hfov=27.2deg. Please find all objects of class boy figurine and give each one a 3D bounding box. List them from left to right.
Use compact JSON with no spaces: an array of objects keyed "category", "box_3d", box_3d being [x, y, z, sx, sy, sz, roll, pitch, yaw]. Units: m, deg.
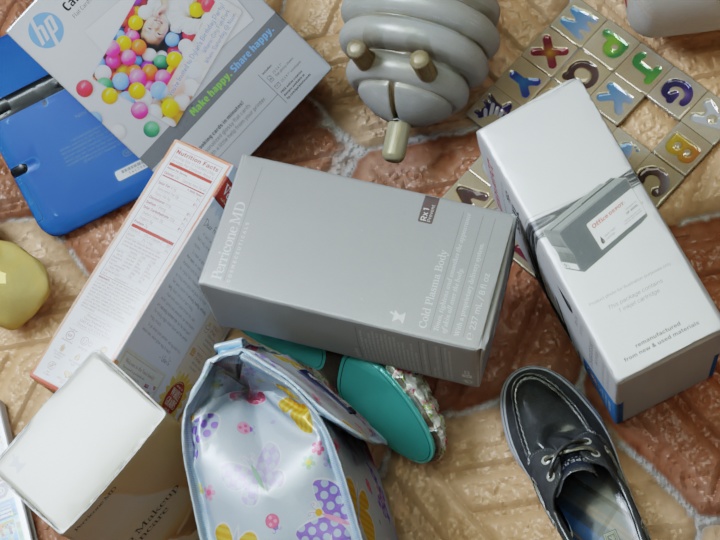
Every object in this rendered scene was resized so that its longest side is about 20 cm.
[{"category":"boy figurine","box_3d":[-0.332,-0.025,1.163,0.199,0.124,0.065,30,106,-2]}]

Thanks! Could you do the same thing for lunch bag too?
[{"category":"lunch bag","box_3d":[-0.040,0.145,0.985,0.127,0.170,0.201,-18,79,4]}]

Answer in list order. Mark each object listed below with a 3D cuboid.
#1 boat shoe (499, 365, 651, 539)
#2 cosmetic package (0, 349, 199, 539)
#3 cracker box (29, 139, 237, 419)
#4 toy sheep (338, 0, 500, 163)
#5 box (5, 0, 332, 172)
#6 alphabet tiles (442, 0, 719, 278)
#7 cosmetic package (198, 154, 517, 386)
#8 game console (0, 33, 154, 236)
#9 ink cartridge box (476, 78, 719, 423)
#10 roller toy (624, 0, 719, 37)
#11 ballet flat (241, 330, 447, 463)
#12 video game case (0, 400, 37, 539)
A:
[{"category":"boat shoe","box_3d":[0.151,0.150,1.020,0.070,0.066,0.201,-22,68,2]},{"category":"cosmetic package","box_3d":[-0.157,0.141,1.011,0.071,0.200,0.105,37,81,22]},{"category":"cracker box","box_3d":[-0.143,0.023,1.088,0.058,0.134,0.200,25,76,22]},{"category":"toy sheep","box_3d":[0.043,-0.180,1.130,0.137,0.138,0.201,16,83,16]},{"category":"box","box_3d":[-0.145,-0.170,1.148,0.200,0.041,0.156,44,92,-6]},{"category":"alphabet tiles","box_3d":[0.163,-0.096,1.141,0.167,0.008,0.200,40,81,21]},{"category":"cosmetic package","box_3d":[0.000,0.000,1.023,0.199,0.090,0.107,12,69,8]},{"category":"game console","box_3d":[-0.202,-0.148,1.226,0.199,0.118,0.171,-26,98,1]},{"category":"ink cartridge box","box_3d":[0.165,-0.011,1.028,0.084,0.145,0.201,-27,71,1]},{"category":"roller toy","box_3d":[0.257,-0.269,1.094,0.139,0.200,0.183,-7,92,9]},{"category":"ballet flat","box_3d":[-0.005,0.059,1.088,0.200,0.076,0.064,37,47,16]},{"category":"video game case","box_3d":[-0.313,0.211,1.115,0.143,0.018,0.201,-21,67,2]}]
